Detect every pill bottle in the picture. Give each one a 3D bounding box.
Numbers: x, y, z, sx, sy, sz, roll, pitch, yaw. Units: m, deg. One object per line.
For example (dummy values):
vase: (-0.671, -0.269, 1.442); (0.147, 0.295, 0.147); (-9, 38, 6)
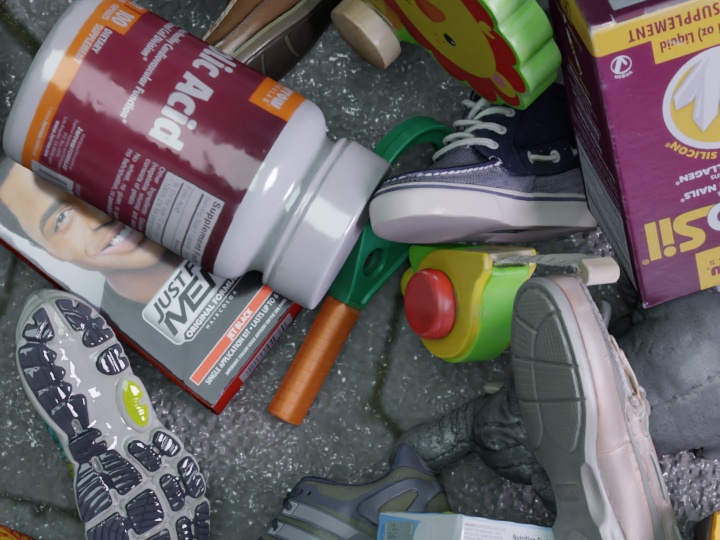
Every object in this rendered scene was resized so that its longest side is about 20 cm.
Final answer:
pill bottle: (-0.091, -0.067, 1.477); (0.200, 0.114, 0.114); (29, 84, 3)

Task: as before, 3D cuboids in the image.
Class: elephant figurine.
elephant figurine: (0.130, 0.084, 1.493); (0.199, 0.155, 0.142); (-24, 59, -13)

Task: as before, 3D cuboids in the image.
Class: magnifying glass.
magnifying glass: (0.000, 0.000, 1.555); (0.022, 0.080, 0.200); (28, 93, 34)

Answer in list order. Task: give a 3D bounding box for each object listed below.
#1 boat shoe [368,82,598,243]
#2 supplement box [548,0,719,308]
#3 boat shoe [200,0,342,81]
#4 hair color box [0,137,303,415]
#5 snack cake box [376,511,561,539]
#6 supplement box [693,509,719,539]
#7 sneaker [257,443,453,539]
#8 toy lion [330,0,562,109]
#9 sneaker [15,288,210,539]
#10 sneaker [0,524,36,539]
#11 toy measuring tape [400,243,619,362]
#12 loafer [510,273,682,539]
boat shoe: (0.066, -0.066, 1.503); (0.074, 0.200, 0.093); (-11, 83, 32)
supplement box: (0.184, -0.098, 1.429); (0.130, 0.200, 0.103); (-19, 40, -2)
boat shoe: (-0.051, -0.169, 1.577); (0.200, 0.072, 0.068); (-42, 80, -14)
hair color box: (-0.134, -0.015, 1.557); (0.200, 0.061, 0.102); (37, 84, 6)
snack cake box: (0.096, 0.201, 1.463); (0.067, 0.200, 0.115); (-4, 78, 45)
supplement box: (0.220, 0.203, 1.453); (0.073, 0.200, 0.127); (7, 84, 5)
sneaker: (-0.034, 0.167, 1.527); (0.199, 0.074, 0.081); (-21, 70, 6)
toy lion: (0.025, -0.177, 1.451); (0.069, 0.192, 0.200); (-43, 116, -12)
sneaker: (-0.147, 0.100, 1.537); (0.077, 0.080, 0.201); (-23, 102, -13)
sneaker: (-0.229, 0.189, 1.539); (0.200, 0.073, 0.077); (33, 109, 6)
toy measuring tape: (0.082, 0.022, 1.495); (0.073, 0.200, 0.074); (-2, 94, -31)
loafer: (0.132, 0.094, 1.411); (0.063, 0.072, 0.201); (-17, 101, -28)
